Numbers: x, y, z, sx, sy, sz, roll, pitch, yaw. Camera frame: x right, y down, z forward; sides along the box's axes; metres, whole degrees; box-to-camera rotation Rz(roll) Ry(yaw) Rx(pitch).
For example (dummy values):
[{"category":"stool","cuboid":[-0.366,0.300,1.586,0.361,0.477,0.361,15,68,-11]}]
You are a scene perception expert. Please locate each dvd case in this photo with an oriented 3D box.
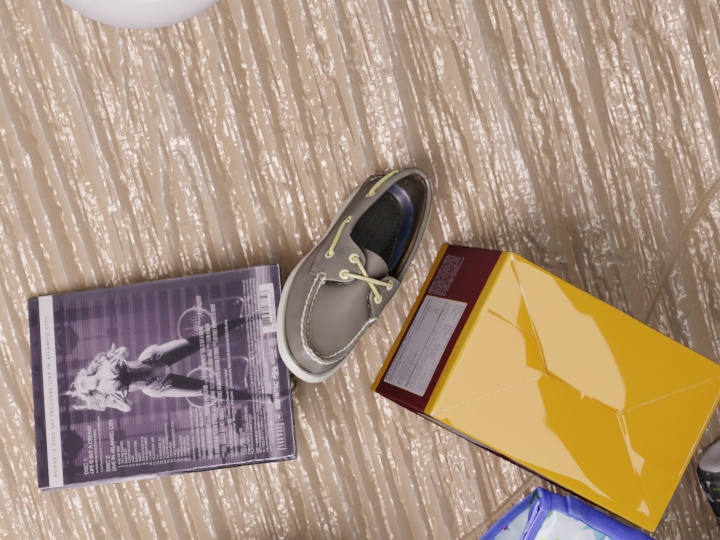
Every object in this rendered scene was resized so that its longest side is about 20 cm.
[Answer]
[{"category":"dvd case","cuboid":[-0.151,0.081,1.694,0.198,0.016,0.150,-8,75,8]}]

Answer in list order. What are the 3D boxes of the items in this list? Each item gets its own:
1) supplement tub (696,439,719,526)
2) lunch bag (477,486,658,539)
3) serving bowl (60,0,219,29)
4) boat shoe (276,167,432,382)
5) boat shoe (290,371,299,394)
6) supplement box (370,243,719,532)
[{"category":"supplement tub","cuboid":[0.363,0.221,1.817,0.122,0.123,0.201,-27,99,-9]},{"category":"lunch bag","cuboid":[0.162,0.270,1.739,0.169,0.128,0.201,24,121,-14]},{"category":"serving bowl","cuboid":[-0.163,-0.285,1.700,0.199,0.066,0.202,-1,93,-13]},{"category":"boat shoe","cuboid":[-0.002,-0.002,1.703,0.072,0.060,0.202,40,49,-15]},{"category":"boat shoe","cuboid":[-0.097,0.085,1.739,0.199,0.073,0.063,-30,106,1]},{"category":"supplement box","cuboid":[0.140,0.085,1.719,0.196,0.200,0.133,28,87,-13]}]
